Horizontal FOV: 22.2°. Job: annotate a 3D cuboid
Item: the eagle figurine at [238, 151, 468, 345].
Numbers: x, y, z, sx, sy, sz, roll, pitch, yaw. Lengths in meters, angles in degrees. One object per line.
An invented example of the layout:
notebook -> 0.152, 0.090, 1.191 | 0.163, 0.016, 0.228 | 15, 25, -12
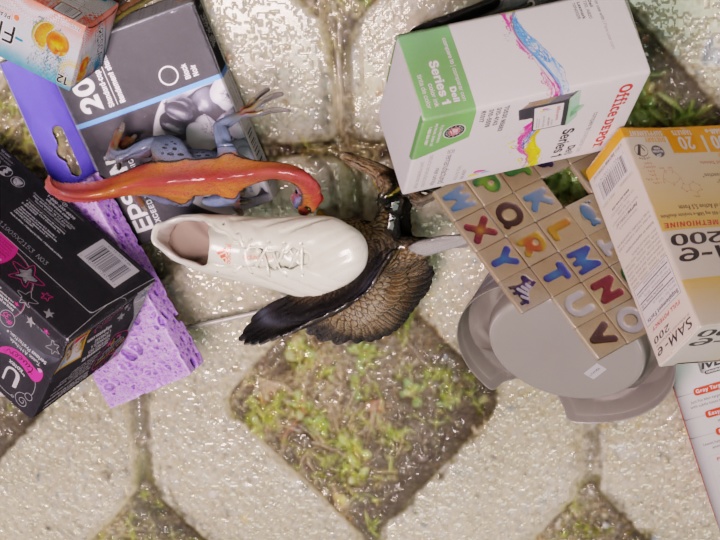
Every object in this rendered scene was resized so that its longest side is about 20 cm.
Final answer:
eagle figurine -> -0.003, -0.003, 1.651 | 0.151, 0.151, 0.201 | 22, 101, -17

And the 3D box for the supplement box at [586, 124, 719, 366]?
supplement box -> 0.289, -0.024, 1.565 | 0.126, 0.201, 0.074 | -4, 151, -26

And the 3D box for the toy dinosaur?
toy dinosaur -> -0.130, -0.069, 1.570 | 0.181, 0.200, 0.105 | 12, 127, 37

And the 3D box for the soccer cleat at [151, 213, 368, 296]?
soccer cleat -> -0.087, -0.016, 1.557 | 0.199, 0.077, 0.070 | 5, 89, 33

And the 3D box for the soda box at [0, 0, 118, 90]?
soda box -> -0.310, -0.232, 1.570 | 0.199, 0.064, 0.069 | 27, 124, 9

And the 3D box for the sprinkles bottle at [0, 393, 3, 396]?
sprinkles bottle -> -0.379, 0.086, 1.732 | 0.199, 0.068, 0.069 | 0, 112, 2

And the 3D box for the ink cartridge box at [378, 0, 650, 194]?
ink cartridge box -> 0.126, -0.148, 1.537 | 0.199, 0.145, 0.084 | -13, 69, -11

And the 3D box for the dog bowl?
dog bowl -> 0.190, 0.055, 1.655 | 0.199, 0.059, 0.200 | 12, 142, 10

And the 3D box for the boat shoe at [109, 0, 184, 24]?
boat shoe -> -0.158, -0.269, 1.579 | 0.199, 0.072, 0.068 | -18, 111, 22

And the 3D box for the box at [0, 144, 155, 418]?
box -> -0.305, 0.007, 1.618 | 0.200, 0.132, 0.115 | 40, 130, 10

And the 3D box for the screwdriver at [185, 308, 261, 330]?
screwdriver -> -0.163, 0.055, 1.727 | 0.199, 0.029, 0.028 | -10, 111, 12

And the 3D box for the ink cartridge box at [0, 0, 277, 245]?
ink cartridge box -> -0.202, -0.125, 1.651 | 0.199, 0.043, 0.199 | -18, 111, 11

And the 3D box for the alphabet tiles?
alphabet tiles -> 0.182, -0.022, 1.581 | 0.200, 0.167, 0.008 | 54, 151, 18

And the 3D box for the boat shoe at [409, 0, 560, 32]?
boat shoe -> 0.132, -0.231, 1.582 | 0.200, 0.070, 0.066 | -27, 110, 21

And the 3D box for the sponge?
sponge -> -0.234, 0.020, 1.681 | 0.111, 0.030, 0.200 | -22, 100, 36

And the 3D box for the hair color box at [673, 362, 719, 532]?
hair color box -> 0.356, 0.143, 1.723 | 0.101, 0.061, 0.201 | -17, 112, 9
